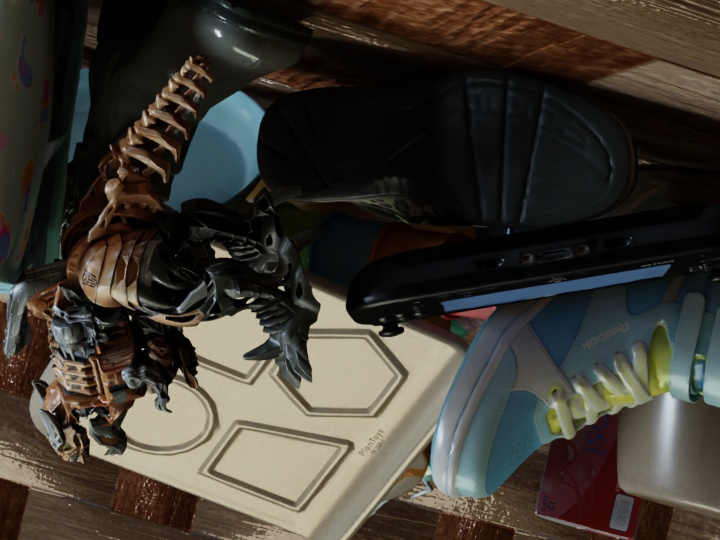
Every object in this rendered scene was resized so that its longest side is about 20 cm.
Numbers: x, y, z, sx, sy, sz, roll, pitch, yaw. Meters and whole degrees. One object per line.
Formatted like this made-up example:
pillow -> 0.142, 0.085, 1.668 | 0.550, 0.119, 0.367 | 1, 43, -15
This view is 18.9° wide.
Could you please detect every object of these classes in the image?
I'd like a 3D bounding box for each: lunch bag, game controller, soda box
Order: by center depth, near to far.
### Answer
game controller -> 0.091, 0.000, 1.029 | 0.198, 0.043, 0.104 | -10, -178, 3
lunch bag -> -0.200, -0.074, 1.052 | 0.121, 0.172, 0.200 | 5, 175, 0
soda box -> 0.163, 0.063, 1.350 | 0.063, 0.202, 0.070 | 14, 176, 12

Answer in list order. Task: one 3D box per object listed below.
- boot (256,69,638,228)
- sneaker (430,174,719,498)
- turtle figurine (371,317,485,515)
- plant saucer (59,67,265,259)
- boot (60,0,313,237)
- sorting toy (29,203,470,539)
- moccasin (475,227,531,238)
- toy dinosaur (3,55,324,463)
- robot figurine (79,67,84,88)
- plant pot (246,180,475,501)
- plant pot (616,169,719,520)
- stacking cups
boot -> 0.068, -0.056, 1.096 | 0.202, 0.074, 0.153 | 4, 179, 30
sneaker -> 0.133, 0.052, 1.091 | 0.130, 0.201, 0.080 | 30, 163, 25
turtle figurine -> 0.005, 0.082, 1.463 | 0.149, 0.200, 0.101 | 39, 176, 26
plant saucer -> -0.146, -0.058, 1.221 | 0.198, 0.028, 0.201 | -1, -147, 1
boot -> -0.093, -0.066, 1.057 | 0.067, 0.132, 0.200 | 18, 174, -26
sorting toy -> -0.060, 0.060, 1.182 | 0.199, 0.037, 0.186 | 26, 129, -13
moccasin -> 0.116, -0.010, 1.458 | 0.080, 0.069, 0.200 | 16, 175, -10
toy dinosaur -> -0.092, 0.004, 0.994 | 0.134, 0.103, 0.201 | 5, 140, -20
robot figurine -> -0.189, -0.076, 1.393 | 0.146, 0.058, 0.200 | 58, 165, 2
plant pot -> -0.024, 0.039, 1.324 | 0.198, 0.185, 0.201 | -2, 151, -1
plant pot -> 0.220, 0.053, 1.218 | 0.198, 0.176, 0.200 | 15, 174, 2
stacking cups -> 0.000, 0.000, 1.175 | 0.199, 0.061, 0.060 | 11, 174, 36
